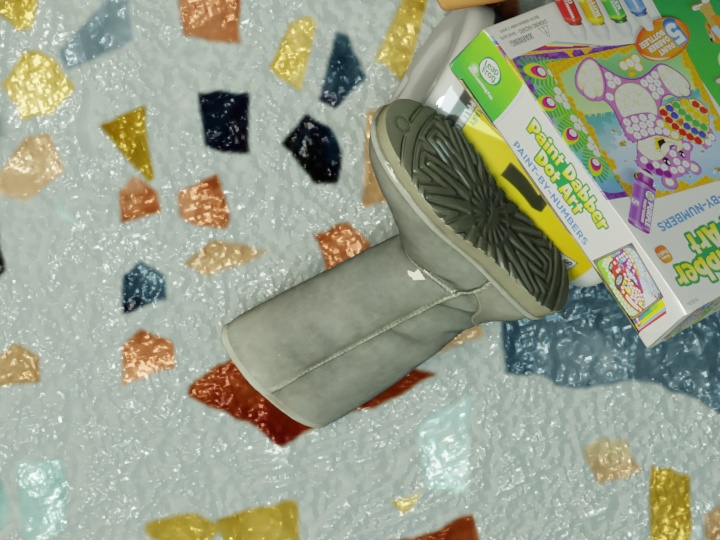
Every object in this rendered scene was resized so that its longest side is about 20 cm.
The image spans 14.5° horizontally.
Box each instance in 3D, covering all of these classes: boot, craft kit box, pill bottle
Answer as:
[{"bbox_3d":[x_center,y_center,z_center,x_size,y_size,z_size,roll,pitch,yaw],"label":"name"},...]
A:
[{"bbox_3d":[-0.001,0.001,1.653,0.199,0.073,0.182,-19,122,36],"label":"boot"},{"bbox_3d":[0.177,-0.075,1.621,0.198,0.199,0.049,56,137,9],"label":"craft kit box"},{"bbox_3d":[0.118,-0.062,1.679,0.199,0.114,0.115,31,98,-12],"label":"pill bottle"}]

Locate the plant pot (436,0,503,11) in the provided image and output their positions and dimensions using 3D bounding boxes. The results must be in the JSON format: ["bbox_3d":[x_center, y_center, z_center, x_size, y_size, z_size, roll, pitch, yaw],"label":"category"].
[{"bbox_3d":[0.080,-0.237,1.594,0.139,0.200,0.201,-24,104,3],"label":"plant pot"}]
